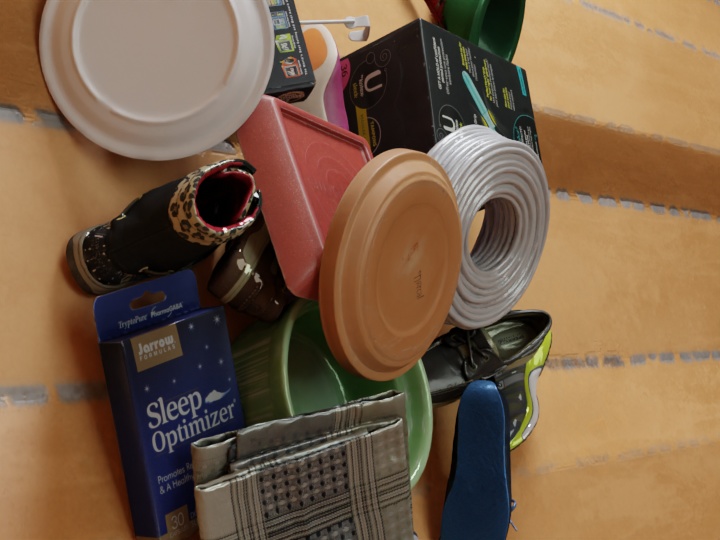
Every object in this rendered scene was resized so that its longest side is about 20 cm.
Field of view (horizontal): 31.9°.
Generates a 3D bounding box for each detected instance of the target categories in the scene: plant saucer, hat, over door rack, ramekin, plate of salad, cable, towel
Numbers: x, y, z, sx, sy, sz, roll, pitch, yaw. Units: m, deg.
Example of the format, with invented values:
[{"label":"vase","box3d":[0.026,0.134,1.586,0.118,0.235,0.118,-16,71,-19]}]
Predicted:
[{"label":"plant saucer","box3d":[-0.024,-0.061,1.126,0.199,0.036,0.202,16,50,-56]},{"label":"plant saucer","box3d":[0.035,-0.003,1.092,0.199,0.032,0.203,-24,120,-50]},{"label":"hat","box3d":[0.098,-0.330,1.570,0.165,0.174,0.202,-37,140,-54]},{"label":"over door rack","box3d":[-0.082,-0.312,1.250,0.198,0.067,0.150,-2,74,-27]},{"label":"ramekin","box3d":[-0.033,0.118,1.130,0.199,0.097,0.202,25,55,-42]},{"label":"plate of salad","box3d":[-0.172,-0.192,1.073,0.048,0.198,0.202,130,-58,-84]},{"label":"cable","box3d":[0.114,-0.042,1.272,0.199,0.069,0.202,-23,121,-40]},{"label":"towel","box3d":[-0.038,0.209,1.017,0.190,0.034,0.203,-12,105,-22]}]

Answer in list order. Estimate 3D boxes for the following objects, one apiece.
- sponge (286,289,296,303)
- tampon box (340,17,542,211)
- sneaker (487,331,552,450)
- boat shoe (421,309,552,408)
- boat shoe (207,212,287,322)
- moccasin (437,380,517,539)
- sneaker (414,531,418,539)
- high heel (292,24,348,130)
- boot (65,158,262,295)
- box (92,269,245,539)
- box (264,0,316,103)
[{"label":"sponge","box3d":[0.000,0.000,1.261,0.199,0.030,0.113,23,72,-44]},{"label":"tampon box","box3d":[0.088,-0.160,1.387,0.199,0.125,0.152,13,64,-47]},{"label":"sneaker","box3d":[0.152,0.123,1.394,0.081,0.074,0.201,33,46,-18]},{"label":"boat shoe","box3d":[0.119,0.082,1.320,0.199,0.066,0.072,-18,66,-34]},{"label":"boat shoe","box3d":[-0.078,-0.019,1.134,0.075,0.075,0.203,36,34,-12]},{"label":"moccasin","box3d":[0.128,0.214,1.279,0.068,0.079,0.203,15,85,-76]},{"label":"sneaker","box3d":[-0.011,0.274,1.108,0.199,0.074,0.089,13,69,-49]},{"label":"high heel","box3d":[-0.036,-0.156,1.298,0.096,0.067,0.202,56,21,-56]},{"label":"boot","box3d":[-0.127,-0.047,1.044,0.203,0.153,0.074,-30,97,-53]},{"label":"box","box3d":[-0.147,0.108,1.014,0.121,0.032,0.203,-20,101,-53]},{"label":"box","box3d":[-0.142,-0.242,1.148,0.159,0.049,0.203,-11,81,-18]}]
